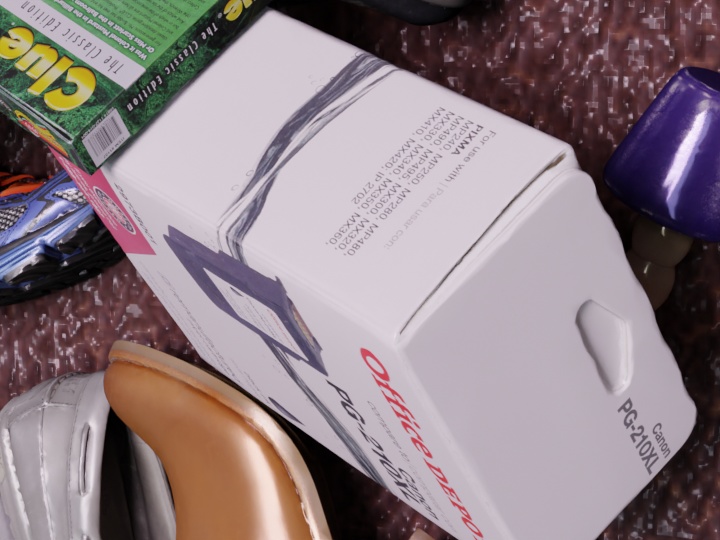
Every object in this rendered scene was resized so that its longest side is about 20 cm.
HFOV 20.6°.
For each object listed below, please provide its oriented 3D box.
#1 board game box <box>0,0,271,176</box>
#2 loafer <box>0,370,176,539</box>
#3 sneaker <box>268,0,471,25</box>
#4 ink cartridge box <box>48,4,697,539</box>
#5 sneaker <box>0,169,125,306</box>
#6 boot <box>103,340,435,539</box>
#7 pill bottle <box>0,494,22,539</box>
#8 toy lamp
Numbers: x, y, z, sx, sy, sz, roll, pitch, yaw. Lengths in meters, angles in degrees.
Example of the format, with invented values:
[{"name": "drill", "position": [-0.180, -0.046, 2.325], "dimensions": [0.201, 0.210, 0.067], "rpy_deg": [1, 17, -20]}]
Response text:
[{"name": "board game box", "position": [-0.124, -0.118, 0.691], "dimensions": [0.200, 0.024, 0.105], "rpy_deg": [35, 70, 32]}, {"name": "loafer", "position": [-0.095, 0.140, 0.827], "dimensions": [0.069, 0.070, 0.201], "rpy_deg": [-19, 90, 33]}, {"name": "sneaker", "position": [-0.048, -0.115, 0.754], "dimensions": [0.199, 0.076, 0.115], "rpy_deg": [27, 112, 22]}, {"name": "ink cartridge box", "position": [0.000, 0.000, 0.670], "dimensions": [0.084, 0.145, 0.200], "rpy_deg": [-46, 45, -15]}, {"name": "sneaker", "position": [-0.175, -0.018, 0.834], "dimensions": [0.199, 0.075, 0.079], "rpy_deg": [-18, 89, 25]}, {"name": "boot", "position": [-0.059, 0.135, 0.769], "dimensions": [0.200, 0.077, 0.156], "rpy_deg": [37, 84, 11]}, {"name": "pill bottle", "position": [-0.224, 0.165, 0.871], "dimensions": [0.199, 0.109, 0.110], "rpy_deg": [-19, 92, 27]}, {"name": "toy lamp", "position": [0.093, 0.023, 0.722], "dimensions": [0.058, 0.058, 0.201], "rpy_deg": [28, 110, 18]}]
